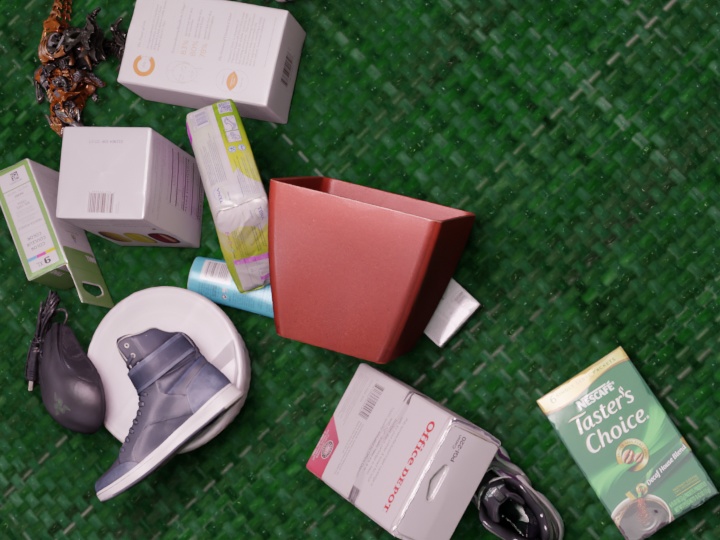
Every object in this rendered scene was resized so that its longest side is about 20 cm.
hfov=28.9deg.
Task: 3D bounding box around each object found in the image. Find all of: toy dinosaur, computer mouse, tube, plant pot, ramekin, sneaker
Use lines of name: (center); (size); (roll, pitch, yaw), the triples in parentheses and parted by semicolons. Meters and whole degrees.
toy dinosaur: (-0.374, -0.279, 1.803); (0.136, 0.102, 0.200); (-11, 101, 27)
computer mouse: (-0.368, 0.127, 1.691); (0.200, 0.053, 0.139); (44, 127, 45)
tube: (-0.112, 0.027, 1.723); (0.200, 0.050, 0.078); (12, 88, 8)
plant pot: (0.000, 0.000, 1.608); (0.200, 0.200, 0.177); (15, 98, 15)
ramekin: (-0.226, 0.125, 1.707); (0.202, 0.094, 0.203); (-2, 81, 13)
sneaker: (-0.257, 0.157, 1.613); (0.202, 0.077, 0.146); (-41, 88, -6)
sneaker: (0.148, 0.242, 1.582); (0.200, 0.140, 0.078); (39, 92, 14)

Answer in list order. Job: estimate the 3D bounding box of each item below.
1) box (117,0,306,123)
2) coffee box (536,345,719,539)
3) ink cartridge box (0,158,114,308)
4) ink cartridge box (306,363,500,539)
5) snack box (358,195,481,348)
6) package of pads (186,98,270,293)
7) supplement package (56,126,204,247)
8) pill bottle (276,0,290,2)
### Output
box: (-0.184, -0.268, 1.752); (0.200, 0.097, 0.125); (12, 85, 13)
coffee box: (0.304, 0.201, 1.604); (0.123, 0.044, 0.200); (-32, 77, 6)
ink cartridge box: (-0.387, -0.033, 1.760); (0.059, 0.104, 0.200); (-26, 78, 8)
ink cartridge box: (0.046, 0.210, 1.587); (0.200, 0.085, 0.146); (27, 88, 57)
snack box: (0.051, 0.001, 1.699); (0.200, 0.024, 0.072); (44, 94, 14)
package of pads: (-0.145, -0.080, 1.644); (0.068, 0.200, 0.155); (-18, 60, -5)
supplement package: (-0.272, -0.097, 1.694); (0.113, 0.200, 0.110); (2, 82, 14)
pill bottle: (-0.021, -0.405, 1.728); (0.200, 0.111, 0.112); (-11, 80, 11)
